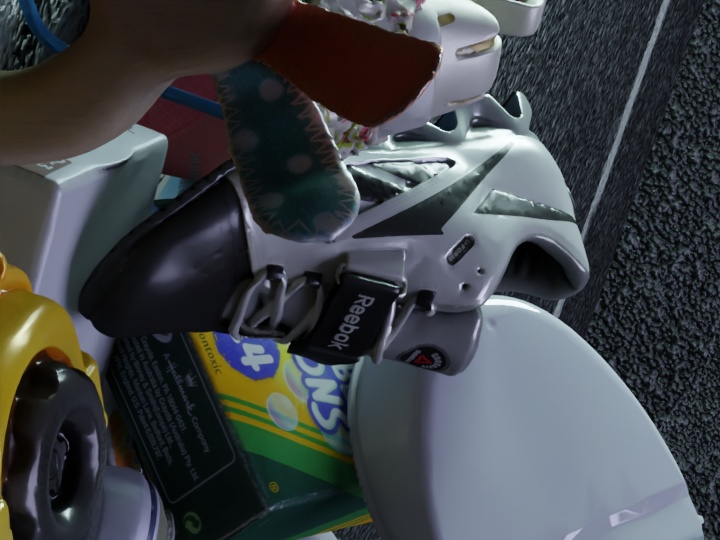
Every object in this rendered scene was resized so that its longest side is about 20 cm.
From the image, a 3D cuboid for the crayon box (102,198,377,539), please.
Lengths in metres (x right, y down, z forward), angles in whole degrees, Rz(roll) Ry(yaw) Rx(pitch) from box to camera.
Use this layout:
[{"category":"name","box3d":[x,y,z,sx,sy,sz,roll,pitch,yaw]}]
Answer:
[{"category":"crayon box","box3d":[-0.011,0.033,1.011,0.052,0.126,0.200,-36,163,34]}]

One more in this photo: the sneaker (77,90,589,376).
[{"category":"sneaker","box3d":[0.000,0.000,0.908,0.199,0.089,0.074,-18,159,-30]}]

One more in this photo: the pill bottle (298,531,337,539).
[{"category":"pill bottle","box3d":[-0.097,0.167,1.035,0.200,0.116,0.116,-37,171,7]}]

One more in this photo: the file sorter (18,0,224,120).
[{"category":"file sorter","box3d":[-0.031,-0.166,0.917,0.139,0.122,0.201,82,31,-68]}]

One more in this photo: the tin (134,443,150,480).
[{"category":"tin","box3d":[-0.056,0.054,1.146,0.112,0.042,0.200,-59,165,-20]}]

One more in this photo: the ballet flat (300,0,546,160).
[{"category":"ballet flat","box3d":[0.025,-0.088,0.850,0.200,0.064,0.076,-54,162,-50]}]

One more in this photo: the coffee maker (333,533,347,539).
[{"category":"coffee maker","box3d":[-0.078,0.206,1.309,0.200,0.192,0.135,-9,122,-59]}]

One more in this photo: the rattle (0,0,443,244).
[{"category":"rattle","box3d":[-0.056,-0.083,0.743,0.143,0.199,0.131,20,86,-77]}]

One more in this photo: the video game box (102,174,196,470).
[{"category":"video game box","box3d":[-0.086,-0.024,1.106,0.183,0.047,0.200,-60,166,-27]}]

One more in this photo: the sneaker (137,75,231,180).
[{"category":"sneaker","box3d":[-0.059,-0.123,1.005,0.074,0.086,0.201,99,-8,-61]}]

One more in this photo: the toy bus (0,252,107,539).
[{"category":"toy bus","box3d":[-0.159,0.011,0.683,0.200,0.135,0.193,-54,145,-59]}]

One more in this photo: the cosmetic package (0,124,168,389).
[{"category":"cosmetic package","box3d":[-0.139,0.042,0.913,0.102,0.074,0.201,-34,141,-70]}]

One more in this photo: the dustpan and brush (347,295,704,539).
[{"category":"dustpan and brush","box3d":[0.035,0.034,0.984,0.139,0.201,0.057,-17,172,-41]}]

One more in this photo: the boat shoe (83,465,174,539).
[{"category":"boat shoe","box3d":[-0.090,0.165,0.949,0.072,0.062,0.201,-118,-143,-65]}]
